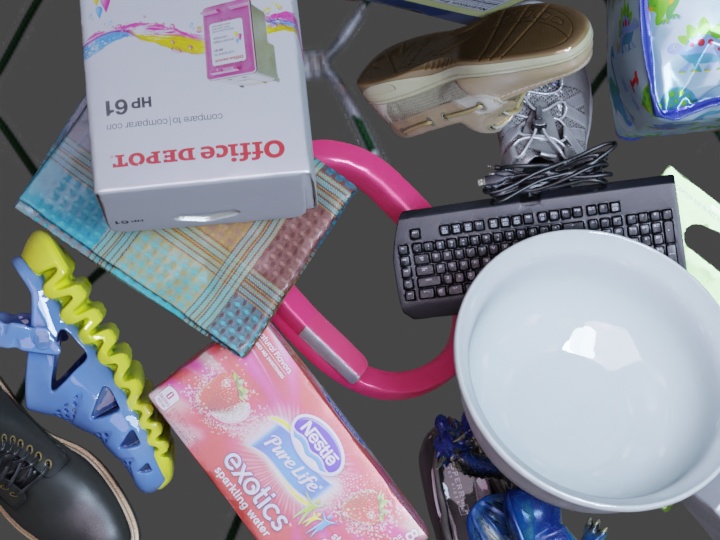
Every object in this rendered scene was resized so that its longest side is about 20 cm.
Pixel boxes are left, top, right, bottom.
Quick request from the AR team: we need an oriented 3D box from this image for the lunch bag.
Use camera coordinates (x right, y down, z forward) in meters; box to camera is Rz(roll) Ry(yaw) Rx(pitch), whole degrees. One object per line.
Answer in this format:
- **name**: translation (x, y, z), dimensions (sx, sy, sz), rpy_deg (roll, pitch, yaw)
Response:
- **lunch bag**: translation (0.222, -0.197, 1.496), dimensions (0.127, 0.170, 0.201), rpy_deg (-4, 89, -3)

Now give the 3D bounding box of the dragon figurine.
- **dragon figurine**: translation (0.112, 0.178, 1.493), dimensions (0.099, 0.059, 0.201), rpy_deg (-10, 82, -38)

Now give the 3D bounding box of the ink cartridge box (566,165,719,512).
- **ink cartridge box**: translation (0.216, 0.045, 1.538), dimensions (0.148, 0.076, 0.200), rpy_deg (37, 91, 1)

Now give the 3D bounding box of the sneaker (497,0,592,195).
- **sneaker**: translation (0.133, -0.093, 1.538), dimensions (0.074, 0.082, 0.201), rpy_deg (-6, 89, 0)

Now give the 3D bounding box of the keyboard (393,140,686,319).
- **keyboard**: translation (0.118, -0.027, 1.482), dimensions (0.199, 0.040, 0.105), rpy_deg (-8, 94, 7)

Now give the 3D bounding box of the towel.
- **towel**: translation (-0.122, -0.052, 1.492), dimensions (0.200, 0.022, 0.147), rpy_deg (34, 90, 11)

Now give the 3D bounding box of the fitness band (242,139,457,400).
- **fitness band**: translation (0.000, 0.000, 1.535), dimensions (0.200, 0.037, 0.144), rpy_deg (47, 61, -1)

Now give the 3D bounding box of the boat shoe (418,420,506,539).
- **boat shoe**: translation (0.088, 0.205, 1.546), dimensions (0.067, 0.057, 0.201), rpy_deg (-20, 89, 0)

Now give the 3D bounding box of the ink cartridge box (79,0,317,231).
- **ink cartridge box**: translation (-0.110, -0.136, 1.450), dimensions (0.144, 0.085, 0.201), rpy_deg (-6, 75, -1)

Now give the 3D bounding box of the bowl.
- **bowl**: translation (0.147, 0.081, 1.439), dimensions (0.200, 0.090, 0.202), rpy_deg (7, 61, -12)

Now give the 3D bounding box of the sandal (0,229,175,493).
- **sandal**: translation (-0.201, 0.074, 1.537), dimensions (0.087, 0.079, 0.200), rpy_deg (-33, 90, -1)

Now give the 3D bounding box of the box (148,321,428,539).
- **box**: translation (-0.049, 0.134, 1.529), dimensions (0.100, 0.095, 0.200), rpy_deg (-37, 89, -1)

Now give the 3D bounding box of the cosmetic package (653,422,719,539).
- **cosmetic package**: translation (0.292, 0.182, 1.483), dimensions (0.071, 0.101, 0.200), rpy_deg (-43, 118, -4)

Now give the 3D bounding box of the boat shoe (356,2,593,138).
- **boat shoe**: translation (0.087, -0.132, 1.502), dimensions (0.065, 0.199, 0.072), rpy_deg (57, 48, -23)

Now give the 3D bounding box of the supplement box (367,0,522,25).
- **supplement box**: translation (0.079, -0.294, 1.445), dimensions (0.134, 0.199, 0.201), rpy_deg (8, 73, -36)

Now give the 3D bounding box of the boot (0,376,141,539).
- **boot**: translation (-0.243, 0.139, 1.509), dimensions (0.200, 0.138, 0.078), rpy_deg (41, 90, 0)
